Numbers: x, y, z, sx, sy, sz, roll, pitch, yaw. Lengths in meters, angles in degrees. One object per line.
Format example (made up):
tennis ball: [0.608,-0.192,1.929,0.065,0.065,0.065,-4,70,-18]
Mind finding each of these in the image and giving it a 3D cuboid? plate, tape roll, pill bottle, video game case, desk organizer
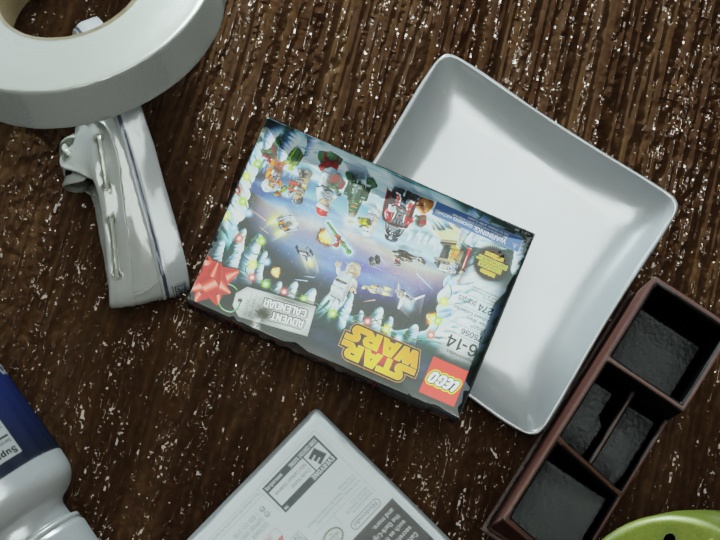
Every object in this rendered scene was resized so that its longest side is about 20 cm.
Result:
plate: [0.088,-0.017,1.492,0.199,0.032,0.201,33,78,1]
tape roll: [-0.189,-0.179,1.444,0.201,0.037,0.204,-7,49,8]
pill bottle: [-0.257,0.122,1.392,0.111,0.111,0.200,-35,84,-11]
video game case: [-0.035,0.226,1.438,0.182,0.023,0.200,44,78,4]
desk organizer: [0.168,0.107,1.451,0.072,0.077,0.201,33,78,2]

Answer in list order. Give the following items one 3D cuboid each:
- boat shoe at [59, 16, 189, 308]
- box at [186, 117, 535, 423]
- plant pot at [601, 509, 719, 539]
boat shoe: [-0.173,-0.072,1.463,0.065,0.072,0.201,-16,88,-10]
box: [0.000,0.000,1.445,0.199,0.040,0.138,23,80,0]
plant pot: [0.207,0.232,1.341,0.199,0.193,0.202,-5,72,15]
